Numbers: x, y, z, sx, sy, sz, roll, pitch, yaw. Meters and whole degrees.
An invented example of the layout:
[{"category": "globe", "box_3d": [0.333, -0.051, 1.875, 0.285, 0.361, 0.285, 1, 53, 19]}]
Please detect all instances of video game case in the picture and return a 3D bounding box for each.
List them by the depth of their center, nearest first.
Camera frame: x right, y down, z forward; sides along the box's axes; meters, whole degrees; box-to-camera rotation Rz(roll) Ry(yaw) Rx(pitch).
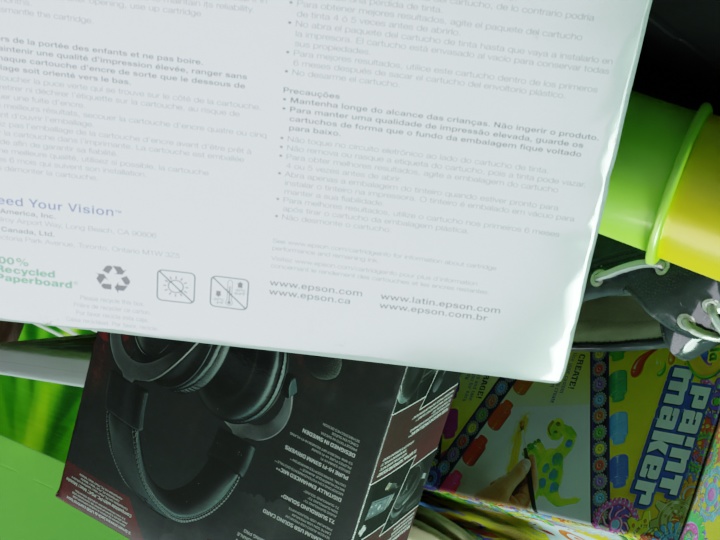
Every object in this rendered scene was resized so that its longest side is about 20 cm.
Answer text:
[{"category": "video game case", "box_3d": [-0.120, 0.053, 1.104, 0.181, 0.023, 0.199, -5, -176, -37]}]

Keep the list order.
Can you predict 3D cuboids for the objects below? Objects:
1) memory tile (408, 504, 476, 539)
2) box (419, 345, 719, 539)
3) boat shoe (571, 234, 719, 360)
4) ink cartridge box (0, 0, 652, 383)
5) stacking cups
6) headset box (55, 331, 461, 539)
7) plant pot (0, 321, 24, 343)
[{"category": "memory tile", "box_3d": [0.060, 0.172, 0.865, 0.153, 0.017, 0.200, 25, 158, 31]}, {"category": "box", "box_3d": [0.146, 0.094, 0.832, 0.192, 0.123, 0.200, 7, 160, 45]}, {"category": "boat shoe", "box_3d": [0.132, 0.007, 0.656, 0.075, 0.061, 0.200, 28, 164, -27]}, {"category": "ink cartridge box", "box_3d": [-0.022, -0.060, 0.483, 0.195, 0.043, 0.201, 7, 129, 0]}, {"category": "stacking cups", "box_3d": [0.055, -0.050, 0.582, 0.199, 0.061, 0.061, 22, 167, 17]}, {"category": "headset box", "box_3d": [-0.041, 0.055, 0.750, 0.148, 0.201, 0.077, 26, -159, 21]}, {"category": "plant pot", "box_3d": [-0.346, 0.004, 1.115, 0.174, 0.201, 0.200, 32, 173, 30]}]
